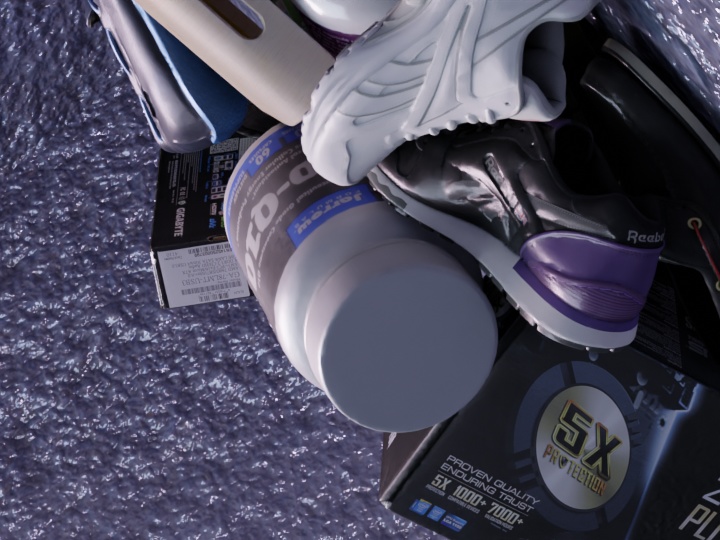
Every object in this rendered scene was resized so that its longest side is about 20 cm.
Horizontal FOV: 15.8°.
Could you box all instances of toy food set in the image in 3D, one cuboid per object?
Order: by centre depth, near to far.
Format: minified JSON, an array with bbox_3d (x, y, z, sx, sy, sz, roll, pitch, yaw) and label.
[{"bbox_3d":[-0.081,-0.152,1.419,0.143,0.060,0.200,40,180,-12],"label":"toy food set"}]

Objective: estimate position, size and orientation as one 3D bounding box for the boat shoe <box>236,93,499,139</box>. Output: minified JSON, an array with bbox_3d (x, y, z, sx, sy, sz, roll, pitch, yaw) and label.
[{"bbox_3d":[-0.003,-0.093,1.518,0.199,0.068,0.074,16,147,39],"label":"boat shoe"}]

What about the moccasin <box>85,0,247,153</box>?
[{"bbox_3d":[-0.141,-0.160,1.542,0.080,0.068,0.200,-18,-96,-48],"label":"moccasin"}]

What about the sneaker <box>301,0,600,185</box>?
[{"bbox_3d":[0.046,-0.094,1.247,0.099,0.200,0.078,42,-138,2],"label":"sneaker"}]

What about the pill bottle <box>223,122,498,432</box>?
[{"bbox_3d":[0.000,0.000,1.384,0.114,0.114,0.200,52,-177,-28],"label":"pill bottle"}]

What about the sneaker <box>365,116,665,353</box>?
[{"bbox_3d":[0.081,-0.049,1.297,0.076,0.088,0.200,-8,-143,-44],"label":"sneaker"}]

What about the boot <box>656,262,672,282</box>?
[{"bbox_3d":[0.153,0.009,1.522,0.200,0.073,0.151,57,-164,16],"label":"boot"}]

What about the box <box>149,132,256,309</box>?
[{"bbox_3d":[-0.025,-0.054,1.589,0.200,0.198,0.050,-93,-4,-62],"label":"box"}]

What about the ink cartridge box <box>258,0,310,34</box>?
[{"bbox_3d":[-0.016,-0.190,1.597,0.059,0.104,0.200,49,177,14],"label":"ink cartridge box"}]

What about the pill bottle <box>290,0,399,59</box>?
[{"bbox_3d":[0.018,-0.159,1.372,0.112,0.112,0.200,49,177,25],"label":"pill bottle"}]

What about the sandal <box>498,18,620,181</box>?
[{"bbox_3d":[0.092,-0.101,1.352,0.200,0.082,0.055,56,-166,-45],"label":"sandal"}]

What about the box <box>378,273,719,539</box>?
[{"bbox_3d":[0.135,0.090,1.411,0.200,0.164,0.086,28,-149,-15],"label":"box"}]

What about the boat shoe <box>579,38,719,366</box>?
[{"bbox_3d":[0.162,-0.029,1.300,0.202,0.063,0.074,54,179,-32],"label":"boat shoe"}]
